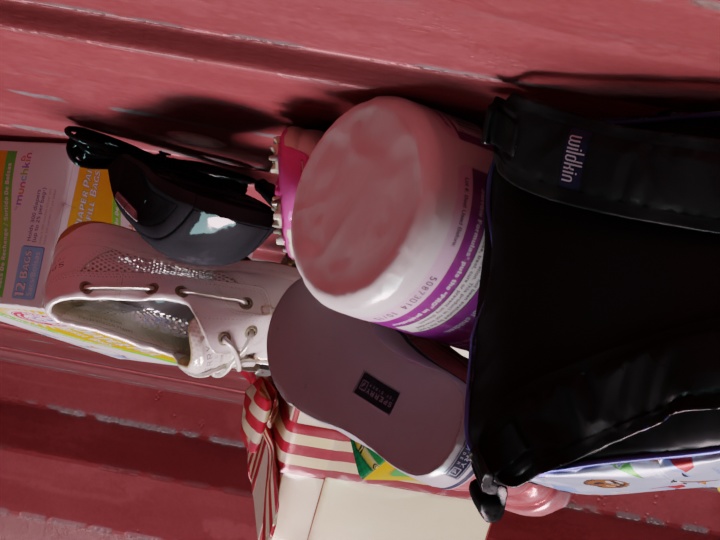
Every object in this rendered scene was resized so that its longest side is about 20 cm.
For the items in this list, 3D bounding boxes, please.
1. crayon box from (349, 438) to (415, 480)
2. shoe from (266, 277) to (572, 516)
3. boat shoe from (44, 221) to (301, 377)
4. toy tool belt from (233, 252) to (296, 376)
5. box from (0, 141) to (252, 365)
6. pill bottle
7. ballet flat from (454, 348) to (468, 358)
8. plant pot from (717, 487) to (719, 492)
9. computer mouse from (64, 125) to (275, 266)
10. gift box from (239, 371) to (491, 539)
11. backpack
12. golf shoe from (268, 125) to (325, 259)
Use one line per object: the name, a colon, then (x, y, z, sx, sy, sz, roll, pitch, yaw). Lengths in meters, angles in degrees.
crayon box: (0.105, 0.084, 1.427, 0.200, 0.058, 0.119, 4, 150, -31)
shoe: (0.030, 0.068, 1.191, 0.091, 0.072, 0.200, 25, -174, -36)
boat shoe: (-0.087, 0.033, 1.325, 0.200, 0.069, 0.071, 13, 137, 0)
toy tool belt: (0.000, 0.000, 1.418, 0.200, 0.125, 0.123, 12, 141, -31)
box: (-0.173, -0.008, 1.512, 0.101, 0.113, 0.200, 5, 169, 35)
pill bottle: (0.072, -0.011, 1.166, 0.200, 0.112, 0.112, 18, 169, -37)
ballet flat: (0.082, 0.019, 1.291, 0.200, 0.065, 0.070, -11, -171, -40)
plant pot: (0.359, 0.135, 1.576, 0.189, 0.201, 0.201, 25, 176, 18)
computer mouse: (-0.084, -0.030, 1.311, 0.140, 0.046, 0.200, 14, -172, -31)
gift box: (0.002, 0.113, 1.629, 0.186, 0.200, 0.185, 11, -160, -11)
backpack: (0.154, 0.018, 1.035, 0.190, 0.200, 0.154, -5, 168, 41)
golf shoe: (0.004, -0.039, 1.255, 0.091, 0.075, 0.200, -3, 175, 10)
